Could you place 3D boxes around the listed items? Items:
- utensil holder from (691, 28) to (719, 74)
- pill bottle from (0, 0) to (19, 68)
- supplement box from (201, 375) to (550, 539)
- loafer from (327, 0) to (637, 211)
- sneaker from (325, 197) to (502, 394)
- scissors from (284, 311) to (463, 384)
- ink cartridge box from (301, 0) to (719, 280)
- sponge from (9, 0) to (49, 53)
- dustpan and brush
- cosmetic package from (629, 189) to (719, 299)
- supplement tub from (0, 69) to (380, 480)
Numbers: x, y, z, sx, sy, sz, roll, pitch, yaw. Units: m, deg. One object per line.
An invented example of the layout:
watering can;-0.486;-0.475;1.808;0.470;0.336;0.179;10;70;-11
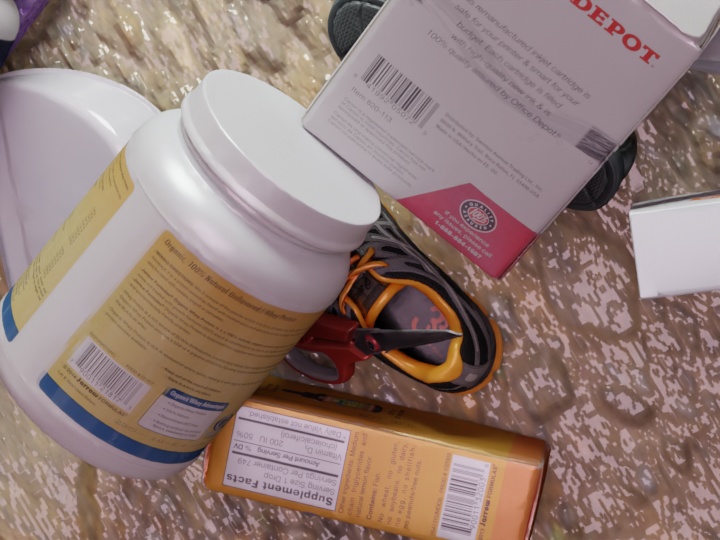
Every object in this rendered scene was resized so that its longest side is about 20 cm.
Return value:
utensil holder;0.268;-0.202;1.240;0.169;0.170;0.201;7;93;7
pill bottle;-0.268;-0.128;1.312;0.115;0.116;0.201;28;99;5
supplement box;0.009;0.115;1.346;0.199;0.067;0.069;15;99;7
loafer;0.073;-0.107;1.334;0.200;0.063;0.072;34;129;8
sneaker;0.000;0.000;1.334;0.200;0.077;0.078;36;100;6
scissors;0.006;0.045;1.293;0.014;0.200;0.073;-39;120;-28
ink cartridge box;0.084;-0.115;1.217;0.146;0.083;0.200;39;129;-1
sponge;-0.224;-0.212;1.372;0.111;0.030;0.200;39;99;4
dustpan and brush;-0.130;-0.057;1.343;0.199;0.057;0.140;-1;104;34
cosmetic package;0.225;-0.022;1.240;0.150;0.200;0.052;-10;92;7
supplement tub;-0.097;0.003;1.255;0.145;0.145;0.200;43;111;3
